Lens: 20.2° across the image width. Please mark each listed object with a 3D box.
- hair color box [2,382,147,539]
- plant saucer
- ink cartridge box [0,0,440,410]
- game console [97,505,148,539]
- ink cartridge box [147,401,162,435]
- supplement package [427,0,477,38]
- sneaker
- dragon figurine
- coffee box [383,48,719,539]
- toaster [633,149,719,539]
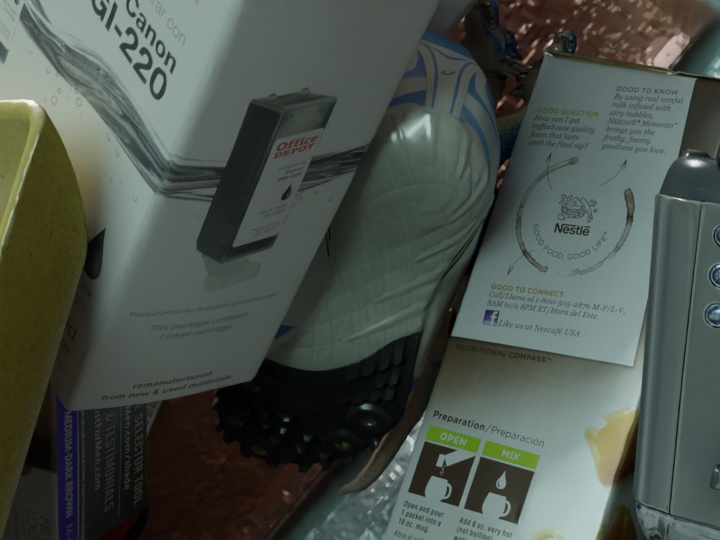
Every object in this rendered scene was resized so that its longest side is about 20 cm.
[{"bbox_3d":[-0.181,0.031,0.803,0.200,0.065,0.109,13,113,26],"label":"hair color box"},{"bbox_3d":[-0.163,0.046,0.674,0.200,0.048,0.200,4,76,52],"label":"plant saucer"},{"bbox_3d":[-0.067,-0.073,0.674,0.146,0.085,0.200,55,135,30],"label":"ink cartridge box"},{"bbox_3d":[-0.198,0.155,0.853,0.200,0.119,0.172,17,50,29],"label":"game console"},{"bbox_3d":[-0.197,0.074,0.915,0.200,0.048,0.146,19,83,32],"label":"ink cartridge box"},{"bbox_3d":[-0.046,-0.163,0.778,0.121,0.200,0.120,-48,16,38],"label":"supplement package"},{"bbox_3d":[0.000,0.000,0.740,0.072,0.072,0.200,-72,7,-49],"label":"sneaker"},{"bbox_3d":[0.042,-0.007,0.803,0.059,0.099,0.200,12,103,32],"label":"dragon figurine"},{"bbox_3d":[0.091,0.037,0.729,0.080,0.114,0.200,13,80,32],"label":"coffee box"},{"bbox_3d":[0.165,0.033,0.660,0.114,0.200,0.129,12,96,31],"label":"toaster"}]
